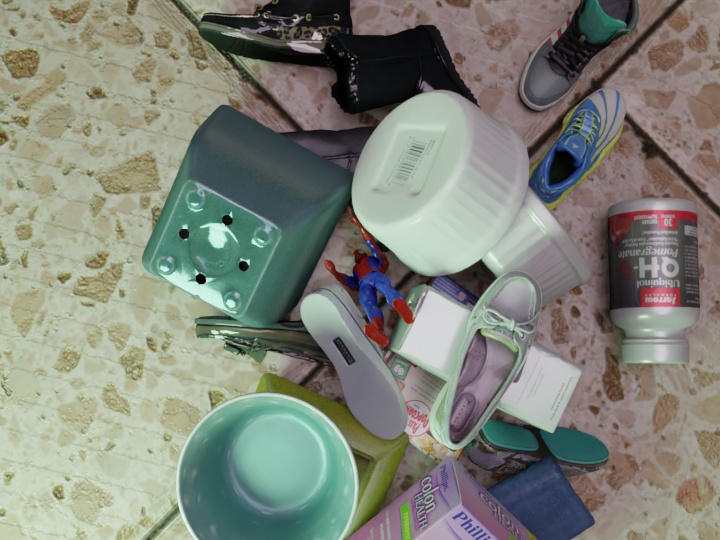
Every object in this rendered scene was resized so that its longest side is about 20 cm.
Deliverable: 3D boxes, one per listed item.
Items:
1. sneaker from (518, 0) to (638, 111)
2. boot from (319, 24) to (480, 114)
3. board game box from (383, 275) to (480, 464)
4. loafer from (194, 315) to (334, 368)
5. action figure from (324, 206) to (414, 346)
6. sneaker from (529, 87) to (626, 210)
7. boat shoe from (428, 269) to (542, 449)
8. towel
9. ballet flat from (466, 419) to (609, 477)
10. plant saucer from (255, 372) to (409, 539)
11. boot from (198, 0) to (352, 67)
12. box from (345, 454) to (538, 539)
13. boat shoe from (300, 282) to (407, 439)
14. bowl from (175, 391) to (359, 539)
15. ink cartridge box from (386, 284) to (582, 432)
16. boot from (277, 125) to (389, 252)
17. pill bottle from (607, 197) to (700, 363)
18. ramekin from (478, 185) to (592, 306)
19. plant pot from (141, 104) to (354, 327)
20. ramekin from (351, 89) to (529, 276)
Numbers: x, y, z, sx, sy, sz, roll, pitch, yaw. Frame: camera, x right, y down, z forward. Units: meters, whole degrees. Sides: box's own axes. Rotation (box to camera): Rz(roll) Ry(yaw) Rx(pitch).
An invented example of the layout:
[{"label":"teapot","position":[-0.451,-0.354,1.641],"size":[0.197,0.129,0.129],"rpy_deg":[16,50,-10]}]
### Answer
[{"label":"sneaker","position":[0.287,-0.298,1.189],"size":[0.083,0.121,0.201],"rpy_deg":[38,83,1]},{"label":"boot","position":[0.052,-0.212,1.159],"size":[0.167,0.076,0.202],"rpy_deg":[-17,79,-30]},{"label":"board game box","position":[0.103,0.125,1.168],"size":[0.151,0.046,0.201],"rpy_deg":[35,83,0]},{"label":"loafer","position":[-0.107,0.090,1.147],"size":[0.197,0.072,0.064],"rpy_deg":[3,89,-6]},{"label":"action figure","position":[0.000,0.000,1.069],"size":[0.065,0.200,0.099],"rpy_deg":[-39,110,6]},{"label":"sneaker","position":[0.285,-0.159,1.182],"size":[0.075,0.105,0.201],"rpy_deg":[36,83,0]},{"label":"boat shoe","position":[0.135,0.093,0.970],"size":[0.074,0.065,0.203],"rpy_deg":[30,85,-2]},{"label":"towel","position":[0.173,0.309,1.121],"size":[0.199,0.049,0.112],"rpy_deg":[-32,110,10]},{"label":"ballet flat","position":[0.215,0.228,1.154],"size":[0.198,0.072,0.073],"rpy_deg":[13,82,-24]},{"label":"plant saucer","position":[-0.067,0.255,1.118],"size":[0.198,0.048,0.202],"rpy_deg":[23,94,1]},{"label":"boot","position":[-0.101,-0.351,1.189],"size":[0.201,0.073,0.156],"rpy_deg":[6,86,-11]},{"label":"box","position":[0.091,0.348,1.055],"size":[0.200,0.097,0.176],"rpy_deg":[-41,107,12]},{"label":"boat shoe","position":[0.002,0.104,1.109],"size":[0.071,0.070,0.201],"rpy_deg":[-31,94,32]},{"label":"bowl","position":[-0.098,0.226,1.041],"size":[0.198,0.105,0.203],"rpy_deg":[0,95,2]},{"label":"ink cartridge box","position":[0.135,0.100,1.076],"size":[0.198,0.145,0.084],"rpy_deg":[28,85,-2]},{"label":"boot","position":[-0.064,-0.098,1.170],"size":[0.197,0.066,0.167],"rpy_deg":[-4,83,-5]},{"label":"pill bottle","position":[0.369,0.016,1.167],"size":[0.109,0.111,0.203],"rpy_deg":[1,84,-4]},{"label":"ramekin","position":[0.182,-0.039,1.123],"size":[0.094,0.202,0.203],"rpy_deg":[-41,88,4]},{"label":"plant pot","position":[-0.139,-0.049,1.060],"size":[0.195,0.200,0.197],"rpy_deg":[28,108,-1]},{"label":"ramekin","position":[0.082,-0.105,1.048],"size":[0.097,0.200,0.202],"rpy_deg":[31,81,-38]}]
